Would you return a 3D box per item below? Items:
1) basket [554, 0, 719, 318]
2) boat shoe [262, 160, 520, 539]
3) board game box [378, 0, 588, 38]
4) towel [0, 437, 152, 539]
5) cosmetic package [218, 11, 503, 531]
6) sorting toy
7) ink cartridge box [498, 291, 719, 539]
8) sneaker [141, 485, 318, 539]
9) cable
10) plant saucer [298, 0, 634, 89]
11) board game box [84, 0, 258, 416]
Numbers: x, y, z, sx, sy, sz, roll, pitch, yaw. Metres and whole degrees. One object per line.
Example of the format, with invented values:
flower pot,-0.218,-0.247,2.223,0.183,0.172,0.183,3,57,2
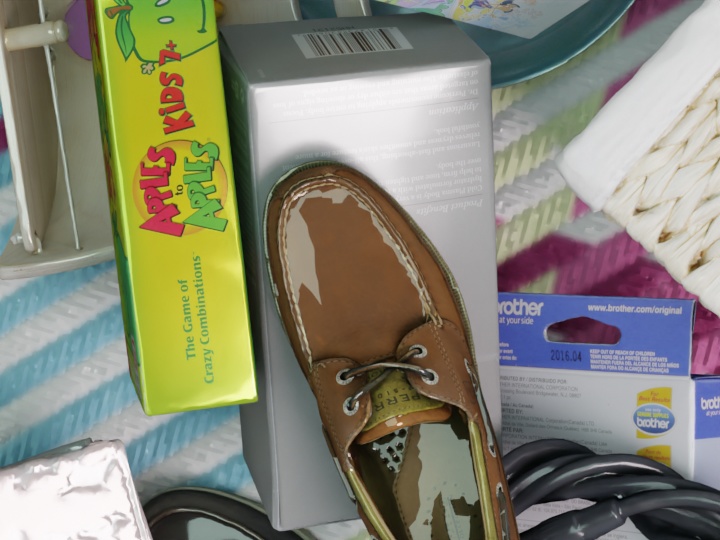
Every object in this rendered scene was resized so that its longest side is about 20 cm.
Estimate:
basket,0.202,-0.059,1.052,0.161,0.200,0.198,44,97,7
boat shoe,0.018,0.049,1.020,0.072,0.068,0.201,-24,91,2
board game box,0.072,-0.156,1.011,0.200,0.134,0.034,-31,56,50
towel,-0.172,0.188,1.132,0.199,0.032,0.192,-16,96,-13
cosmetic package,0.000,0.000,1.109,0.106,0.090,0.201,-5,113,-12
sorting toy,-0.078,-0.110,1.150,0.179,0.107,0.201,-6,97,11
ink cartridge box,0.105,0.110,1.129,0.119,0.042,0.201,1,93,44
sneaker,-0.031,0.171,1.149,0.200,0.106,0.075,42,98,8
cable,0.106,0.158,1.058,0.199,0.051,0.164,16,80,25
plant saucer,0.044,-0.179,1.171,0.199,0.027,0.201,0,90,11
board game box,-0.080,-0.049,1.069,0.047,0.102,0.201,-7,97,-7
